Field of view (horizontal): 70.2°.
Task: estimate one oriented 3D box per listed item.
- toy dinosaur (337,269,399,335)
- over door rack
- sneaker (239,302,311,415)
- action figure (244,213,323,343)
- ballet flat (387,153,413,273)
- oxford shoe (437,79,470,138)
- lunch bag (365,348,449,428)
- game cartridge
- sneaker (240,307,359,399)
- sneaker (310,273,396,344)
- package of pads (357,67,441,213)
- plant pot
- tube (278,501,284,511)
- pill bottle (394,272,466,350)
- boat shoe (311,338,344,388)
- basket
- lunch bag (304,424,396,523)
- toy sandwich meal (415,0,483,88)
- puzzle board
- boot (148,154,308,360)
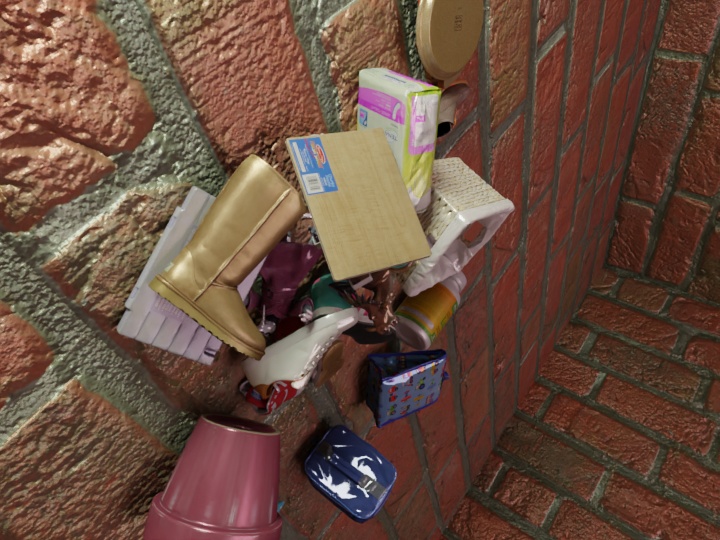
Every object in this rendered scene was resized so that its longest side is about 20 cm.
[{"bbox_3d":[0.000,0.000,0.849,0.136,0.200,0.086,-46,147,-7],"label":"toy dinosaur"},{"bbox_3d":[-0.023,-0.092,0.772,0.148,0.066,0.200,51,24,-54],"label":"over door rack"},{"bbox_3d":[-0.141,0.155,0.855,0.112,0.071,0.201,-29,136,-48],"label":"sneaker"},{"bbox_3d":[-0.130,0.018,0.785,0.149,0.134,0.200,-88,-166,-62],"label":"action figure"},{"bbox_3d":[0.038,-0.091,0.760,0.072,0.068,0.201,46,28,-81],"label":"ballet flat"},{"bbox_3d":[0.154,-0.292,0.968,0.200,0.073,0.071,-43,165,-25],"label":"oxford shoe"},{"bbox_3d":[0.121,0.265,1.207,0.199,0.094,0.151,-8,122,-17],"label":"lunch bag"},{"bbox_3d":[-0.205,0.009,0.654,0.129,0.038,0.200,29,86,-27],"label":"game cartridge"},{"bbox_3d":[-0.079,0.130,0.791,0.200,0.085,0.073,-30,171,5],"label":"sneaker"},{"bbox_3d":[-0.017,0.059,0.922,0.084,0.121,0.200,-30,144,29],"label":"sneaker"},{"bbox_3d":[0.055,-0.203,0.815,0.068,0.155,0.201,-15,126,-25],"label":"package of pads"},{"bbox_3d":[-0.205,0.323,0.781,0.200,0.199,0.180,31,69,-58],"label":"plant pot"},{"bbox_3d":[-0.212,0.480,0.998,0.077,0.050,0.200,-50,151,-10],"label":"tube"},{"bbox_3d":[0.165,0.080,1.211,0.200,0.111,0.111,-50,145,-23],"label":"pill bottle"},{"bbox_3d":[-0.074,0.158,0.958,0.071,0.069,0.200,-39,161,-27],"label":"boat shoe"},{"bbox_3d":[0.142,-0.089,0.968,0.200,0.161,0.198,-22,153,-48],"label":"basket"},{"bbox_3d":[-0.026,0.427,1.095,0.136,0.200,0.132,-49,163,-27],"label":"lunch bag"},{"bbox_3d":[0.143,-0.427,0.890,0.205,0.070,0.206,-28,130,-39],"label":"toy sandwich meal"},{"bbox_3d":[-0.002,-0.094,0.685,0.150,0.201,0.017,-14,167,-27],"label":"puzzle board"},{"bbox_3d":[-0.131,-0.011,0.635,0.175,0.066,0.200,44,78,-27],"label":"boot"}]
